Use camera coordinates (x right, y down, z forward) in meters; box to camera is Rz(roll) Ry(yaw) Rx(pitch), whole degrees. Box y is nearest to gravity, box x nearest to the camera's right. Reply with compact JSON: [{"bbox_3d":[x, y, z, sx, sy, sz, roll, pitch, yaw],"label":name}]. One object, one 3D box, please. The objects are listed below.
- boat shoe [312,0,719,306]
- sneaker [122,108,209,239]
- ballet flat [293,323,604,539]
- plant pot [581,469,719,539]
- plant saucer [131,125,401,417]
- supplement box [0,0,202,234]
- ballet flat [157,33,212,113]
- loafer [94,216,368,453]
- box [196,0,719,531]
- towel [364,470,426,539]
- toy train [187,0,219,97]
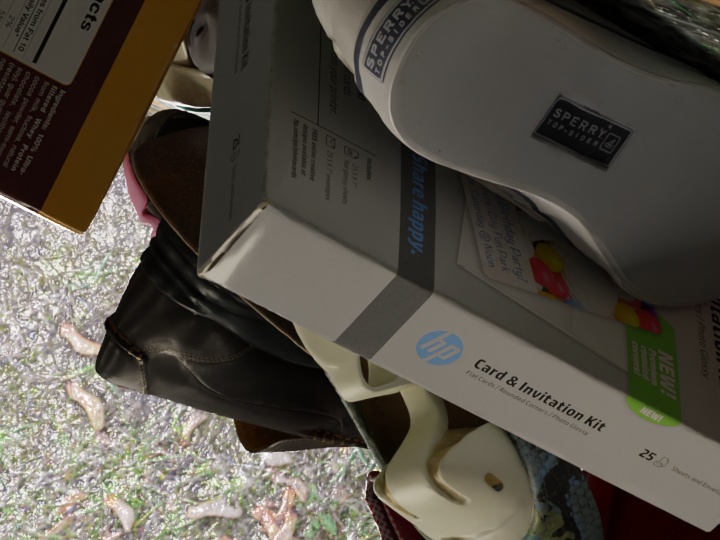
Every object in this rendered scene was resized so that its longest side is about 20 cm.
[{"bbox_3d":[0.063,-0.051,0.747,0.200,0.074,0.065,32,-168,-47],"label":"boat shoe"},{"bbox_3d":[-0.012,-0.018,1.108,0.200,0.079,0.095,35,137,-10],"label":"sneaker"},{"bbox_3d":[0.016,0.042,0.842,0.201,0.074,0.074,58,173,-9],"label":"ballet flat"},{"bbox_3d":[0.195,0.095,0.855,0.182,0.201,0.200,20,180,-17],"label":"plant pot"},{"bbox_3d":[0.000,0.000,0.969,0.200,0.037,0.200,37,-170,-8],"label":"plant saucer"},{"bbox_3d":[-0.186,-0.128,0.936,0.199,0.133,0.197,28,178,-25],"label":"supplement box"},{"bbox_3d":[-0.049,-0.104,1.090,0.200,0.067,0.063,17,144,58],"label":"ballet flat"},{"bbox_3d":[-0.027,0.043,1.008,0.200,0.072,0.073,32,-167,-39],"label":"loafer"},{"bbox_3d":[0.043,-0.019,0.801,0.199,0.041,0.156,29,-142,-23],"label":"box"},{"bbox_3d":[0.103,0.142,0.928,0.199,0.023,0.145,14,-144,-36],"label":"towel"},{"bbox_3d":[0.022,-0.051,0.959,0.199,0.086,0.114,28,-179,-32],"label":"toy train"}]
